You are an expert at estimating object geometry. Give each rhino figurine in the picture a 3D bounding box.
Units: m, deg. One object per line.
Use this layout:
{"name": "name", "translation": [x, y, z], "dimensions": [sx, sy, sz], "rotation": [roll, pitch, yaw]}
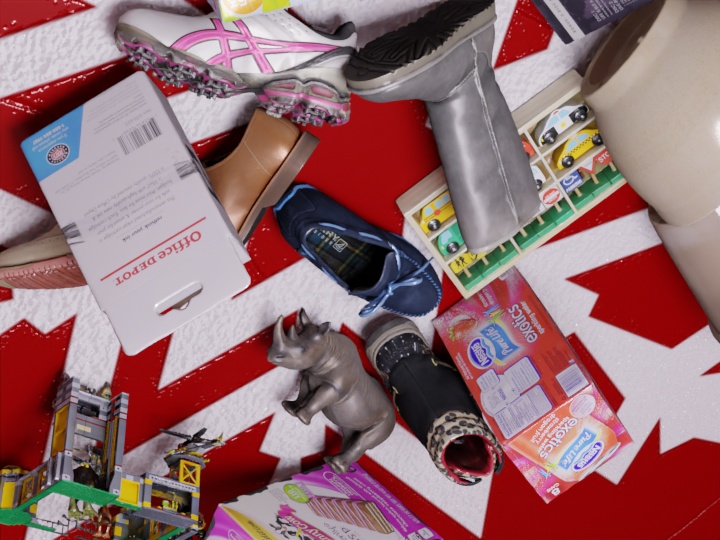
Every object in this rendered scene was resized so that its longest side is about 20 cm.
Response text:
{"name": "rhino figurine", "translation": [-0.031, 0.106, 1.422], "dimensions": [0.087, 0.060, 0.201], "rotation": [-43, 129, -13]}

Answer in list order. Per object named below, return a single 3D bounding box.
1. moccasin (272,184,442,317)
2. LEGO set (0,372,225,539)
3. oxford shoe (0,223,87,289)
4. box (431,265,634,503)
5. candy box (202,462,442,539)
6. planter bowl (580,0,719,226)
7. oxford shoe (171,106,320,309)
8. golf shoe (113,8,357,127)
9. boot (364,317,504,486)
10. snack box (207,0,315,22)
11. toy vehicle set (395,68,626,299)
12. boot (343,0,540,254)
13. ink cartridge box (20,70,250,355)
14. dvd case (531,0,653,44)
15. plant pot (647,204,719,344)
{"name": "moccasin", "translation": [0.000, 0.000, 1.356], "dimensions": [0.199, 0.068, 0.081], "rotation": [27, 110, -36]}
{"name": "LEGO set", "translation": [-0.231, 0.172, 1.384], "dimensions": [0.198, 0.117, 0.154], "rotation": [17, 145, -26]}
{"name": "oxford shoe", "translation": [-0.215, -0.035, 1.262], "dimensions": [0.198, 0.075, 0.071], "rotation": [-16, 167, 5]}
{"name": "box", "translation": [0.155, 0.100, 1.402], "dimensions": [0.099, 0.201, 0.096], "rotation": [-35, 126, 5]}
{"name": "candy box", "translation": [-0.034, 0.256, 1.427], "dimensions": [0.199, 0.136, 0.061], "rotation": [-14, 135, -52]}
{"name": "planter bowl", "translation": [0.273, -0.158, 1.292], "dimensions": [0.134, 0.201, 0.201], "rotation": [35, 108, -11]}
{"name": "oxford shoe", "translation": [-0.116, -0.053, 1.291], "dimensions": [0.071, 0.071, 0.201], "rotation": [35, 110, -5]}
{"name": "golf shoe", "translation": [-0.096, -0.179, 1.207], "dimensions": [0.198, 0.072, 0.093], "rotation": [14, 82, -21]}
{"name": "boot", "translation": [0.086, 0.149, 1.432], "dimensions": [0.073, 0.154, 0.204], "rotation": [-36, 138, 3]}
{"name": "snack box", "translation": [-0.030, -0.292, 1.132], "dimensions": [0.198, 0.068, 0.170], "rotation": [-15, 118, -10]}
{"name": "toy vehicle set", "translation": [0.143, -0.076, 1.387], "dimensions": [0.199, 0.027, 0.124], "rotation": [-36, 128, 5]}
{"name": "boot", "translation": [0.073, -0.107, 1.265], "dimensions": [0.181, 0.072, 0.202], "rotation": [-30, 125, -33]}
{"name": "ink cartridge box", "translation": [-0.166, -0.037, 1.183], "dimensions": [0.115, 0.201, 0.067], "rotation": [-29, 161, 1]}
{"name": "dvd case", "translation": [0.206, -0.276, 1.210], "dimensions": [0.199, 0.016, 0.149], "rotation": [-24, 124, 33]}
{"name": "plant pot", "translation": [0.366, -0.036, 1.417], "dimensions": [0.173, 0.200, 0.200], "rotation": [39, 104, -18]}
